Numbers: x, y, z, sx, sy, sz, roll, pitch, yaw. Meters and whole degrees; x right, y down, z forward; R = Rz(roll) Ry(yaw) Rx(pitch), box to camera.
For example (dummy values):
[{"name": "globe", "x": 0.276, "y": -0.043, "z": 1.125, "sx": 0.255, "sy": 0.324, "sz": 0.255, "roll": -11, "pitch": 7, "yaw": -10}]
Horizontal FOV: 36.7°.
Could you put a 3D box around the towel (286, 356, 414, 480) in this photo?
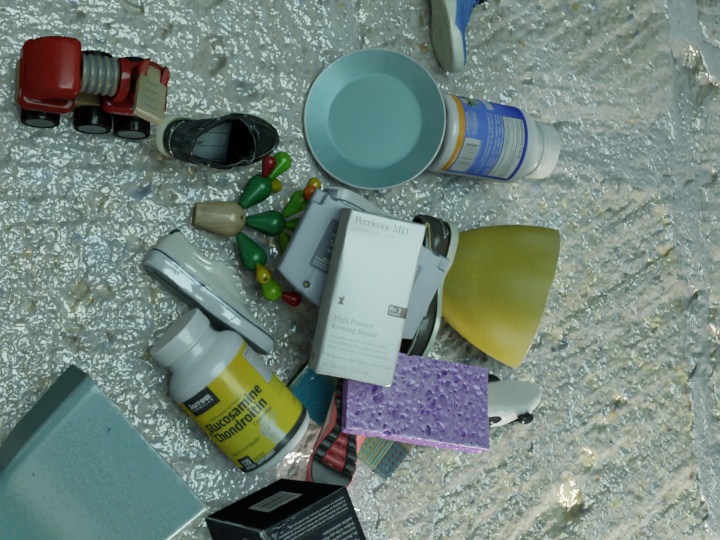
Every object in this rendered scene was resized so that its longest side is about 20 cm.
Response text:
[{"name": "towel", "x": 0.009, "y": 0.168, "z": 1.462, "sx": 0.200, "sy": 0.022, "sz": 0.147, "roll": 43, "pitch": 82, "yaw": -19}]

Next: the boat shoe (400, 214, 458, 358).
[{"name": "boat shoe", "x": 0.075, "y": 0.027, "z": 1.451, "sx": 0.060, "sy": 0.071, "sz": 0.204, "roll": 17, "pitch": 83, "yaw": -29}]

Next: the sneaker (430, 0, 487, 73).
[{"name": "sneaker", "x": 0.159, "y": -0.394, "z": 1.605, "sx": 0.110, "sy": 0.077, "sz": 0.203, "roll": -7, "pitch": 80, "yaw": -19}]

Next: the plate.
[{"name": "plate", "x": 0.020, "y": -0.208, "z": 1.501, "sx": 0.197, "sy": 0.026, "sz": 0.203, "roll": 0, "pitch": 82, "yaw": 2}]

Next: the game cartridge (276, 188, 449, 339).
[{"name": "game cartridge", "x": 0.000, "y": 0.000, "z": 1.381, "sx": 0.198, "sy": 0.042, "sz": 0.134, "roll": 28, "pitch": 93, "yaw": -12}]

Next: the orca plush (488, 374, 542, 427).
[{"name": "orca plush", "x": 0.182, "y": 0.213, "z": 1.535, "sx": 0.105, "sy": 0.072, "sz": 0.199, "roll": 31, "pitch": 30, "yaw": 22}]

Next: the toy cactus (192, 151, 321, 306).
[{"name": "toy cactus", "x": -0.133, "y": -0.060, "z": 1.403, "sx": 0.163, "sy": 0.102, "sz": 0.203, "roll": 6, "pitch": 88, "yaw": -17}]

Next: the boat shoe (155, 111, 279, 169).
[{"name": "boat shoe", "x": -0.163, "y": -0.162, "z": 1.372, "sx": 0.198, "sy": 0.066, "sz": 0.075, "roll": 2, "pitch": 106, "yaw": -52}]

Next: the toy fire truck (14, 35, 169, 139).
[{"name": "toy fire truck", "x": -0.300, "y": -0.213, "z": 1.264, "sx": 0.174, "sy": 0.199, "sz": 0.131, "roll": 5, "pitch": 80, "yaw": -27}]

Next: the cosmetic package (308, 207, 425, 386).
[{"name": "cosmetic package", "x": 0.007, "y": 0.031, "z": 1.327, "sx": 0.100, "sy": 0.074, "sz": 0.203, "roll": 11, "pitch": 92, "yaw": -11}]

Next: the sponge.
[{"name": "sponge", "x": 0.073, "y": 0.166, "z": 1.395, "sx": 0.197, "sy": 0.030, "sz": 0.113, "roll": 11, "pitch": 65, "yaw": -16}]

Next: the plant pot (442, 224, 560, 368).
[{"name": "plant pot", "x": 0.179, "y": 0.018, "z": 1.514, "sx": 0.140, "sy": 0.200, "sz": 0.202, "roll": 18, "pitch": 73, "yaw": 1}]

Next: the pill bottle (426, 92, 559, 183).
[{"name": "pill bottle", "x": 0.186, "y": -0.187, "z": 1.572, "sx": 0.198, "sy": 0.112, "sz": 0.114, "roll": 5, "pitch": 80, "yaw": -28}]

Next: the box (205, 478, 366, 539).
[{"name": "box", "x": -0.071, "y": 0.369, "z": 1.305, "sx": 0.123, "sy": 0.199, "sz": 0.199, "roll": -22, "pitch": 94, "yaw": -28}]

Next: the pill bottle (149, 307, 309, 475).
[{"name": "pill bottle", "x": -0.163, "y": 0.147, "z": 1.337, "sx": 0.200, "sy": 0.112, "sz": 0.112, "roll": 49, "pitch": 64, "yaw": -14}]

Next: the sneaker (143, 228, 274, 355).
[{"name": "sneaker", "x": -0.177, "y": 0.026, "z": 1.369, "sx": 0.200, "sy": 0.073, "sz": 0.071, "roll": 42, "pitch": 69, "yaw": -17}]

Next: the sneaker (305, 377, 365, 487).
[{"name": "sneaker", "x": -0.025, "y": 0.203, "z": 1.410, "sx": 0.073, "sy": 0.087, "sz": 0.201, "roll": 31, "pitch": 62, "yaw": -6}]

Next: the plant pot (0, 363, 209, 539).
[{"name": "plant pot", "x": -0.321, "y": 0.249, "z": 1.203, "sx": 0.200, "sy": 0.195, "sz": 0.197, "roll": -43, "pitch": 103, "yaw": -15}]

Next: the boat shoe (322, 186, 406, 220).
[{"name": "boat shoe", "x": 0.015, "y": -0.046, "z": 1.464, "sx": 0.199, "sy": 0.070, "sz": 0.071, "roll": 28, "pitch": 71, "yaw": -47}]
